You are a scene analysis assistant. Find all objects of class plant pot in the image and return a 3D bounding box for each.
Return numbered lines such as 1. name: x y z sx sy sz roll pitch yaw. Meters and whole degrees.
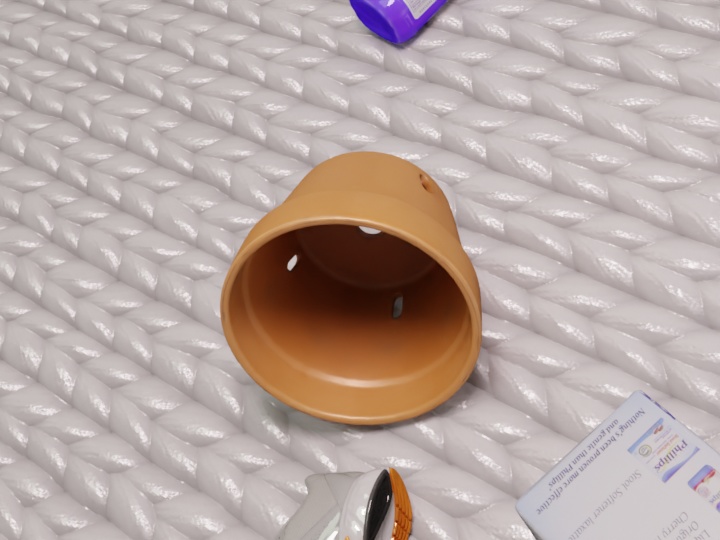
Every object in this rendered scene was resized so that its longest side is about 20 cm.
1. plant pot: 0.000 0.000 0.969 0.198 0.201 0.141 -14 35 20

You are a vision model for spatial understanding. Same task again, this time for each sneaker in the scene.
1. sneaker: -0.034 0.234 0.892 0.091 0.076 0.201 -3 48 37

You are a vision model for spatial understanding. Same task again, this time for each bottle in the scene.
1. bottle: 0.079 -0.317 1.233 0.200 0.065 0.083 -46 46 -8

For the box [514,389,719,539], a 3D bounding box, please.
1. box: 0.207 0.199 0.697 0.105 0.184 0.200 -41 47 -7
